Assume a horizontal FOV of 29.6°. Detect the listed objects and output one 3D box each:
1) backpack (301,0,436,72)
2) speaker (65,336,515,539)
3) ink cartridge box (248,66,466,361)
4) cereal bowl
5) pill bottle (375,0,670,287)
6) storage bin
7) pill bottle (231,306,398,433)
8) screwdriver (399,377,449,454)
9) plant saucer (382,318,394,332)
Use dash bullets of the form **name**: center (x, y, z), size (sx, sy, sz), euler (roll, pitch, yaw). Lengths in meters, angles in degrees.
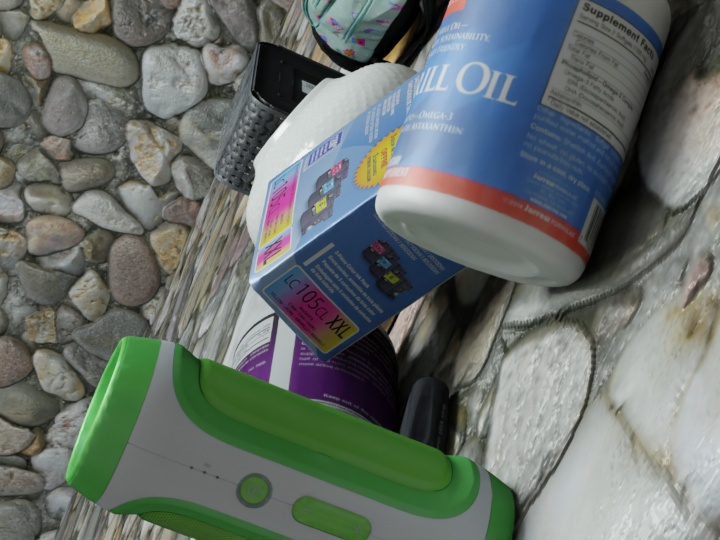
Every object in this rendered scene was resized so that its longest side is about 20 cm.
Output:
- **backpack**: center (0.017, -0.289, 1.302), size (0.200, 0.127, 0.167), euler (136, 152, -74)
- **speaker**: center (-0.032, 0.100, 0.642), size (0.088, 0.200, 0.088), euler (-157, 90, -78)
- **ink cartridge box**: center (0.034, -0.054, 0.832), size (0.200, 0.076, 0.136), euler (-33, 25, 20)
- **cereal bowl**: center (-0.027, -0.096, 1.117), size (0.200, 0.083, 0.200), euler (-49, 1, 2)
- **pill bottle**: center (0.091, -0.102, 0.692), size (0.112, 0.112, 0.200), euler (163, 128, -75)
- **storage bin**: center (-0.061, -0.139, 1.358), size (0.200, 0.135, 0.094), euler (-92, 27, -63)
- **pill bottle**: center (-0.031, 0.093, 0.871), size (0.200, 0.112, 0.112), euler (-86, 22, -58)
- **screwdriver**: center (0.026, 0.141, 0.740), size (0.029, 0.028, 0.200), euler (79, -163, -49)
- **plant saucer**: center (0.000, 0.000, 1.087), size (0.200, 0.037, 0.200), euler (-157, 90, -79)
